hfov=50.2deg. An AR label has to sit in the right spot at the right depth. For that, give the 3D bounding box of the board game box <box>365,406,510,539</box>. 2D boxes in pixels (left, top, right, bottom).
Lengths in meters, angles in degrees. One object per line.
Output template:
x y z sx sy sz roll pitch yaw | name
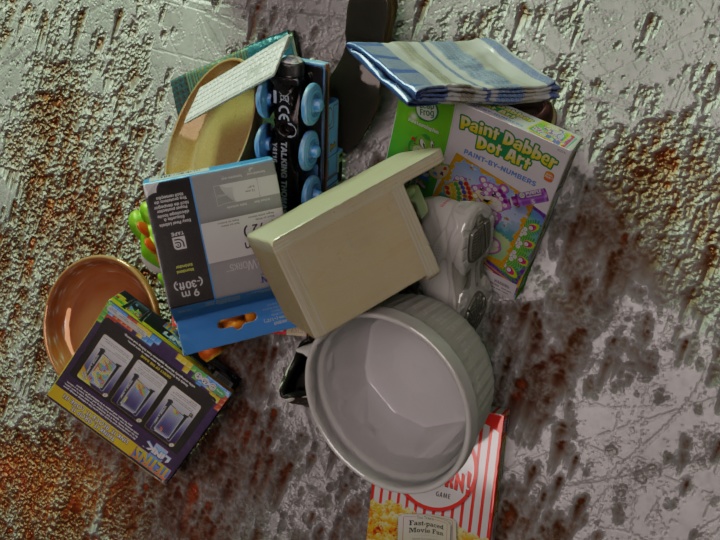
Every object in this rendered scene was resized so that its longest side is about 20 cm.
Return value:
0.090 0.253 0.910 0.149 0.046 0.204 6 91 20 | board game box

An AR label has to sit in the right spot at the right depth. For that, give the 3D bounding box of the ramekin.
0.049 0.121 0.819 0.197 0.105 0.204 13 115 30 | ramekin

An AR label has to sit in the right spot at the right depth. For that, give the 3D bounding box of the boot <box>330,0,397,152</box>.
0.006 -0.243 0.941 0.073 0.075 0.203 23 116 13 | boot

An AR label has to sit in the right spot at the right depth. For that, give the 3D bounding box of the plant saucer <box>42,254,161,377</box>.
-0.359 0.080 1.084 0.196 0.037 0.205 0 90 20 | plant saucer

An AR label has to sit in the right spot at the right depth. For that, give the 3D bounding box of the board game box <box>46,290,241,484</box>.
-0.284 0.155 1.015 0.199 0.057 0.166 38 104 -4 | board game box

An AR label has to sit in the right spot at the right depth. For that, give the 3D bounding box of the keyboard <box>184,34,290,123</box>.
-0.148 -0.220 0.900 0.198 0.011 0.057 -11 49 49 | keyboard

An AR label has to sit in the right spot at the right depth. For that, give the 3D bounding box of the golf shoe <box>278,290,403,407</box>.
-0.023 0.092 0.929 0.078 0.094 0.201 42 101 17 | golf shoe

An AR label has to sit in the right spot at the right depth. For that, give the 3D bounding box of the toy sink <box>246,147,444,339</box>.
0.002 -0.029 0.791 0.198 0.130 0.113 -30 104 -15 | toy sink

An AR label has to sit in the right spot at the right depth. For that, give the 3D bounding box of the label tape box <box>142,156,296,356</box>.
-0.148 -0.012 0.848 0.141 0.066 0.204 -12 100 -13 | label tape box

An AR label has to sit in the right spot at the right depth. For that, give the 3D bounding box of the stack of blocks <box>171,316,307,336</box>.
-0.145 0.019 0.992 0.196 0.058 0.118 2 90 20 | stack of blocks

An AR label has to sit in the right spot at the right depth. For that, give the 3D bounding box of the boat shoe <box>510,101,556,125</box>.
0.124 -0.167 0.886 0.196 0.072 0.074 -5 88 20 | boat shoe

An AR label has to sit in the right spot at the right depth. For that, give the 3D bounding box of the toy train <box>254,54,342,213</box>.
-0.070 -0.156 0.909 0.085 0.114 0.203 12 119 18 | toy train

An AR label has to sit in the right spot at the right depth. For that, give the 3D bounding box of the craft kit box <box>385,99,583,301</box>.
0.120 -0.094 0.854 0.198 0.048 0.200 27 127 19 | craft kit box

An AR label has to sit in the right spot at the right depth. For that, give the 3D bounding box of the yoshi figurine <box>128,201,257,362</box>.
-0.204 0.002 0.946 0.112 0.112 0.202 -34 92 -23 | yoshi figurine

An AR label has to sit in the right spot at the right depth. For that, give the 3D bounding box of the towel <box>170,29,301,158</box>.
-0.156 -0.218 1.020 0.197 0.022 0.150 -16 83 22 | towel

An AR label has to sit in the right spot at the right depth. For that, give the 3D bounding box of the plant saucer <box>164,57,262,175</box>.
-0.179 -0.165 0.965 0.198 0.035 0.204 -21 60 42 | plant saucer

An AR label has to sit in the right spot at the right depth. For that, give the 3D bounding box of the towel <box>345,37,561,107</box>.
0.100 -0.217 0.822 0.147 0.197 0.024 52 140 42 | towel

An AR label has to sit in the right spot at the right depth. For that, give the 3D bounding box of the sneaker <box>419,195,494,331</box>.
0.094 0.003 0.866 0.099 0.077 0.203 26 127 36 | sneaker

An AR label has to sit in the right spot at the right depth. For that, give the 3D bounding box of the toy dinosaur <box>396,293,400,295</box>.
0.000 0.000 0.916 0.197 0.058 0.103 21 83 8 | toy dinosaur
